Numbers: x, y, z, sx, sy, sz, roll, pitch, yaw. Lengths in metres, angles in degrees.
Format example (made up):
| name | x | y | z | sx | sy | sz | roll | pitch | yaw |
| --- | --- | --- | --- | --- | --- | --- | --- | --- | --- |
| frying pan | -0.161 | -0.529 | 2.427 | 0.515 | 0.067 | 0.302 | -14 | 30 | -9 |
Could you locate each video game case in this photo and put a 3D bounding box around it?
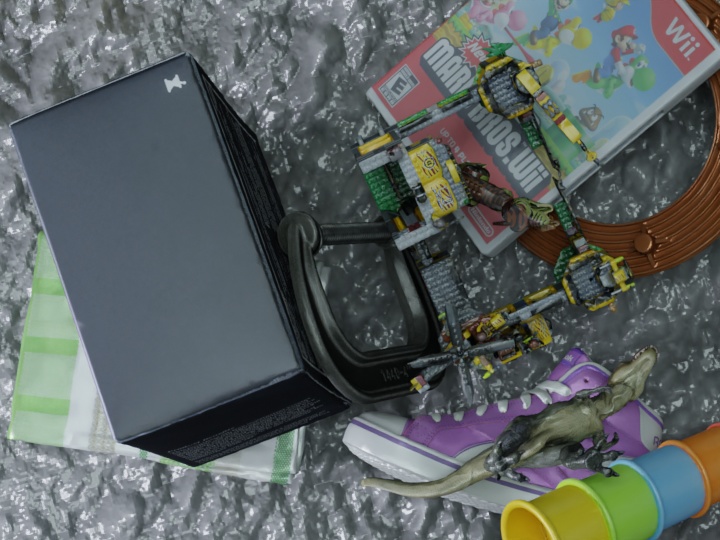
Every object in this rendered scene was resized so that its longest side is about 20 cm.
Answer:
| name | x | y | z | sx | sy | sz | roll | pitch | yaw |
| --- | --- | --- | --- | --- | --- | --- | --- | --- | --- |
| video game case | 0.117 | -0.125 | 1.229 | 0.200 | 0.017 | 0.143 | -40 | 71 | 15 |

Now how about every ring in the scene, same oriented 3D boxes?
| name | x | y | z | sx | sy | sz | roll | pitch | yaw |
| --- | --- | --- | --- | --- | --- | --- | --- | --- | --- |
| ring | 0.163 | -0.095 | 1.226 | 0.200 | 0.019 | 0.201 | -3 | 83 | 25 |

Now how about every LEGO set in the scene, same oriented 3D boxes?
| name | x | y | z | sx | sy | sz | roll | pitch | yaw |
| --- | --- | --- | --- | --- | --- | --- | --- | --- | --- |
| LEGO set | 0.079 | -0.030 | 1.148 | 0.153 | 0.116 | 0.201 | -17 | 100 | 0 |

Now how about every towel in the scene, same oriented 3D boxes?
| name | x | y | z | sx | sy | sz | roll | pitch | yaw |
| --- | --- | --- | --- | --- | --- | --- | --- | --- | --- |
| towel | -0.126 | 0.054 | 1.262 | 0.199 | 0.031 | 0.150 | 7 | 80 | 8 |

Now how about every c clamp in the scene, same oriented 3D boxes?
| name | x | y | z | sx | sy | sz | roll | pitch | yaw |
| --- | --- | --- | --- | --- | --- | --- | --- | --- | --- |
| c clamp | 0.000 | 0.000 | 1.180 | 0.027 | 0.200 | 0.171 | -21 | 89 | 24 |

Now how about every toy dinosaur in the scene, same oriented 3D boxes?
| name | x | y | z | sx | sy | sz | roll | pitch | yaw |
| --- | --- | --- | --- | --- | --- | --- | --- | --- | --- |
| toy dinosaur | 0.103 | 0.105 | 1.139 | 0.199 | 0.088 | 0.048 | -22 | 101 | -10 |

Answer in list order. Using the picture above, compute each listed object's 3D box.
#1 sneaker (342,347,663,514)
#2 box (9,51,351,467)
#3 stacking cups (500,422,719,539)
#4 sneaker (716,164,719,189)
| name | x | y | z | sx | sy | sz | roll | pitch | yaw |
| --- | --- | --- | --- | --- | --- | --- | --- | --- | --- |
| sneaker | 0.095 | 0.097 | 1.217 | 0.200 | 0.073 | 0.115 | 16 | 80 | -4 |
| box | -0.104 | 0.001 | 1.153 | 0.123 | 0.198 | 0.201 | -21 | 78 | 3 |
| stacking cups | 0.182 | 0.132 | 1.158 | 0.199 | 0.061 | 0.061 | -20 | 80 | -26 |
| sneaker | 0.310 | -0.122 | 1.232 | 0.115 | 0.076 | 0.201 | 21 | 92 | -1 |
